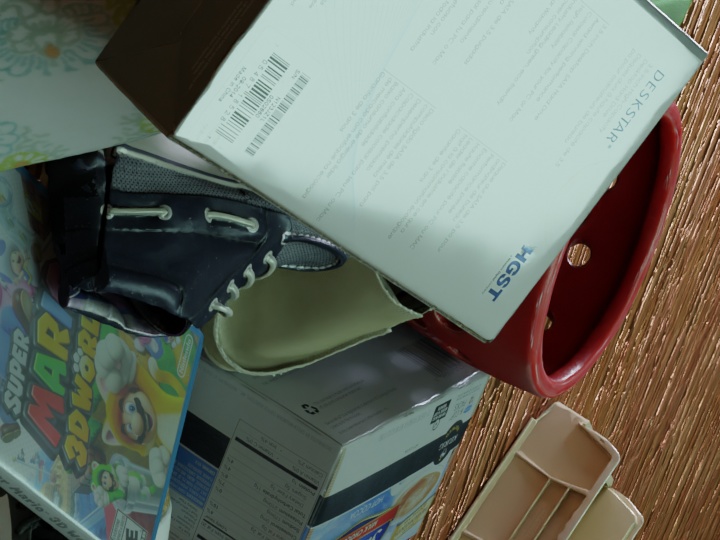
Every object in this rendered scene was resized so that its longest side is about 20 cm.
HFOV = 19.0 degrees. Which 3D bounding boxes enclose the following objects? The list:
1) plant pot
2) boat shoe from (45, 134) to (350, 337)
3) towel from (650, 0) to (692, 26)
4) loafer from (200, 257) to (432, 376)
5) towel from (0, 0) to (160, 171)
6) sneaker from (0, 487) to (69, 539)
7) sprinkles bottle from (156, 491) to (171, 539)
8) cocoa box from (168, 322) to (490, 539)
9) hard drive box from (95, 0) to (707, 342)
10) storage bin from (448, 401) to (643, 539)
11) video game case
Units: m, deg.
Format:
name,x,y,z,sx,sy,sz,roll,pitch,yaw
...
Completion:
name,x,y,z,sx,sy,sz,roll,pitch,yaw
plant pot,0.078,-0.046,1.327,0.201,0.182,0.201,-52,156,-35
boat shoe,-0.075,-0.005,1.072,0.199,0.074,0.093,16,63,-41
towel,0.057,-0.092,1.089,0.199,0.031,0.149,-11,165,-16
loafer,0.000,0.000,1.184,0.199,0.076,0.068,-27,-167,3
towel,-0.147,-0.106,0.886,0.170,0.048,0.200,-12,151,-2
sneaker,-0.160,0.118,1.074,0.071,0.201,0.098,13,129,-22
sprinkles bottle,-0.131,0.066,1.177,0.068,0.068,0.201,-28,135,-49
cocoa box,-0.037,0.105,1.311,0.200,0.133,0.132,-21,137,-59
hard drive box,0.021,-0.085,0.863,0.200,0.077,0.156,34,96,-40
storage bin,0.170,0.249,1.983,0.199,0.094,0.200,-54,156,-11
video game case,-0.150,0.039,1.023,0.200,0.018,0.144,46,44,-41
